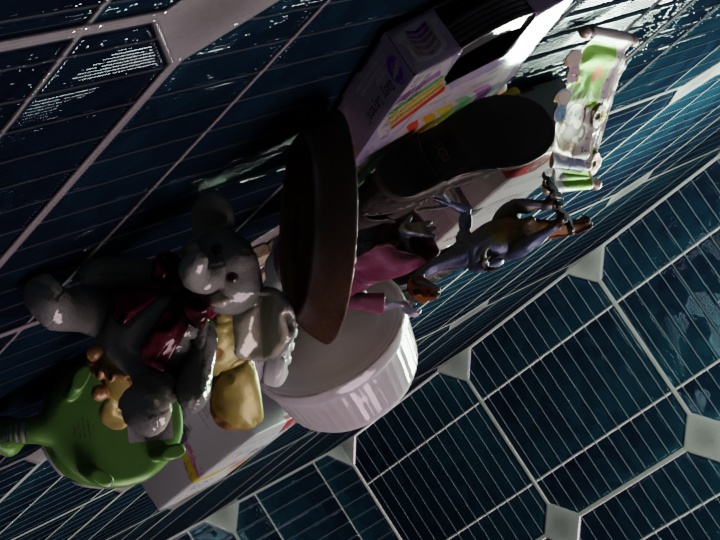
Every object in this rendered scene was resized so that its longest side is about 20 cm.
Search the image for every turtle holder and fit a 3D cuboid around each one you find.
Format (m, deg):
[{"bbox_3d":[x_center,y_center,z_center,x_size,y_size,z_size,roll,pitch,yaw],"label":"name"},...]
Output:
[{"bbox_3d":[-0.282,0.170,1.725,0.185,0.141,0.132,-37,-170,-26],"label":"turtle holder"}]

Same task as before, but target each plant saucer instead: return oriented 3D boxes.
[{"bbox_3d":[-0.040,-0.038,1.404,0.034,0.201,0.200,2,160,-14],"label":"plant saucer"}]

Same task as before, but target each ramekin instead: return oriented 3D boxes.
[{"bbox_3d":[-0.023,0.102,1.949,0.202,0.202,0.094,-33,128,-4],"label":"ramekin"}]

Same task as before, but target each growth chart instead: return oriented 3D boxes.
[{"bbox_3d":[0.245,-0.172,1.788,0.144,0.018,0.201,-16,125,-51],"label":"growth chart"}]

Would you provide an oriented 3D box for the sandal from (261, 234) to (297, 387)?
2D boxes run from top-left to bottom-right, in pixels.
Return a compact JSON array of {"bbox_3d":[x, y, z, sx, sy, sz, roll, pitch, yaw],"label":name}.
[{"bbox_3d":[-0.078,0.010,1.599,0.050,0.204,0.083,10,161,2],"label":"sandal"}]

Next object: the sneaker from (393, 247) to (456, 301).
[{"bbox_3d":[0.077,-0.005,2.055,0.199,0.060,0.104,-25,167,-16],"label":"sneaker"}]

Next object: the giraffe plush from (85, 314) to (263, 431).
[{"bbox_3d":[-0.188,0.084,1.622,0.161,0.174,0.200,-10,178,-8],"label":"giraffe plush"}]

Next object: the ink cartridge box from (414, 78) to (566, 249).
[{"bbox_3d":[0.151,-0.119,1.875,0.147,0.083,0.200,-21,164,-50],"label":"ink cartridge box"}]

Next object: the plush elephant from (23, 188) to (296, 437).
[{"bbox_3d":[-0.147,0.025,1.390,0.155,0.165,0.200,-45,166,18],"label":"plush elephant"}]

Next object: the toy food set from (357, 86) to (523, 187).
[{"bbox_3d":[0.069,-0.128,1.659,0.199,0.049,0.198,-29,170,-23],"label":"toy food set"}]

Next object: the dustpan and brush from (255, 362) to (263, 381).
[{"bbox_3d":[-0.120,0.070,1.900,0.200,0.057,0.140,-39,149,-61],"label":"dustpan and brush"}]

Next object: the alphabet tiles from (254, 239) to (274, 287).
[{"bbox_3d":[-0.140,0.020,1.816,0.195,0.015,0.200,-25,168,-41],"label":"alphabet tiles"}]

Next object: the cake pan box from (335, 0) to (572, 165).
[{"bbox_3d":[0.075,-0.180,1.412,0.184,0.052,0.200,-31,171,-27],"label":"cake pan box"}]

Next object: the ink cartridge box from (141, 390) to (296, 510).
[{"bbox_3d":[-0.187,0.173,2.035,0.200,0.145,0.145,-38,170,34],"label":"ink cartridge box"}]

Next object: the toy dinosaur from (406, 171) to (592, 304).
[{"bbox_3d":[0.141,-0.016,1.744,0.181,0.105,0.200,-35,140,18],"label":"toy dinosaur"}]

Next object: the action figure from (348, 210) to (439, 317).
[{"bbox_3d":[0.000,0.000,1.821,0.149,0.134,0.200,-25,165,-38],"label":"action figure"}]

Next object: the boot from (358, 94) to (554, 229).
[{"bbox_3d":[0.069,-0.095,1.545,0.199,0.070,0.174,-19,174,-17],"label":"boot"}]
